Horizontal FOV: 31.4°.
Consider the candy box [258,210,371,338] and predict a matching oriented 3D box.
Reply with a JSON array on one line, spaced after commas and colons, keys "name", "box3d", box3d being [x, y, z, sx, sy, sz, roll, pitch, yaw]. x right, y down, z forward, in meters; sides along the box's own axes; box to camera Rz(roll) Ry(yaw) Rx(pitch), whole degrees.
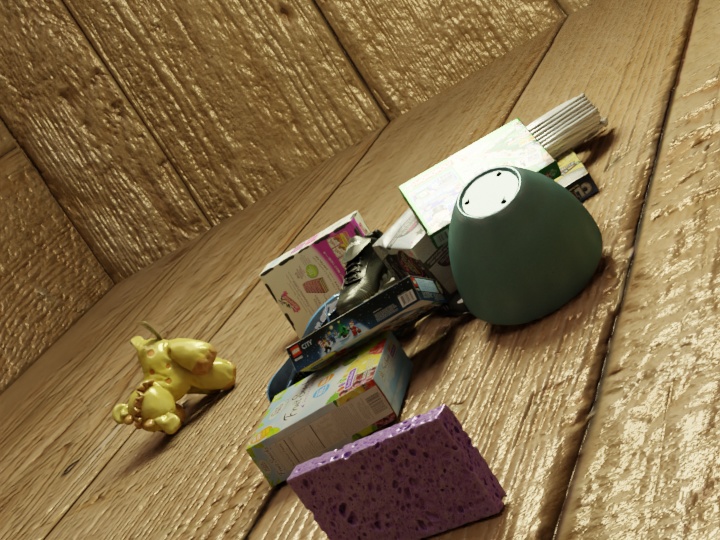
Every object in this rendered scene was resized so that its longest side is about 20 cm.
[{"name": "candy box", "box3d": [-0.055, 0.008, 2.187, 0.198, 0.137, 0.061, -29, 11, 19]}]

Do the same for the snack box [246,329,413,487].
[{"name": "snack box", "box3d": [-0.037, 0.177, 1.662, 0.199, 0.068, 0.169, -32, 11, 17]}]

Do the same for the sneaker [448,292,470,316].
[{"name": "sneaker", "box3d": [0.190, -0.018, 1.763, 0.199, 0.089, 0.074, -37, 14, -5]}]

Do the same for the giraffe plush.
[{"name": "giraffe plush", "box3d": [-0.329, 0.205, 2.173, 0.171, 0.199, 0.164, -15, 51, 48]}]

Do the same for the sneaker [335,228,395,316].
[{"name": "sneaker", "box3d": [0.000, 0.000, 1.858, 0.066, 0.091, 0.200, -23, 13, 31]}]

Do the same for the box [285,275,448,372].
[{"name": "box", "box3d": [0.011, 0.074, 1.725, 0.198, 0.038, 0.136, -31, -12, 15]}]

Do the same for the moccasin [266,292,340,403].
[{"name": "moccasin", "box3d": [-0.055, 0.127, 1.885, 0.201, 0.080, 0.068, -58, 28, -3]}]

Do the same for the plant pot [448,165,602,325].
[{"name": "plant pot", "box3d": [0.190, -0.052, 1.615, 0.198, 0.135, 0.202, -21, 39, 18]}]

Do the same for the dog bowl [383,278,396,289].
[{"name": "dog bowl", "box3d": [0.092, -0.004, 2.029, 0.199, 0.059, 0.200, -32, 13, 8]}]

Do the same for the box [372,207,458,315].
[{"name": "box", "box3d": [0.140, -0.053, 1.847, 0.200, 0.133, 0.114, -46, 23, -20]}]

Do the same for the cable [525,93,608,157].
[{"name": "cable", "box3d": [0.312, -0.219, 2.146, 0.199, 0.070, 0.200, -34, -4, 19]}]

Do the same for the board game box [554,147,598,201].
[{"name": "board game box", "box3d": [0.295, -0.125, 2.010, 0.134, 0.035, 0.200, -32, 13, 11]}]

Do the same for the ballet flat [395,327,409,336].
[{"name": "ballet flat", "box3d": [0.038, 0.063, 1.920, 0.075, 0.069, 0.199, -27, 5, -25]}]

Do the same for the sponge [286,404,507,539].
[{"name": "sponge", "box3d": [0.033, 0.211, 1.245, 0.199, 0.112, 0.030, -27, 12, 34]}]

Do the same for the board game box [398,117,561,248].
[{"name": "board game box", "box3d": [0.162, -0.123, 1.766, 0.198, 0.029, 0.135, -30, 37, 1]}]
